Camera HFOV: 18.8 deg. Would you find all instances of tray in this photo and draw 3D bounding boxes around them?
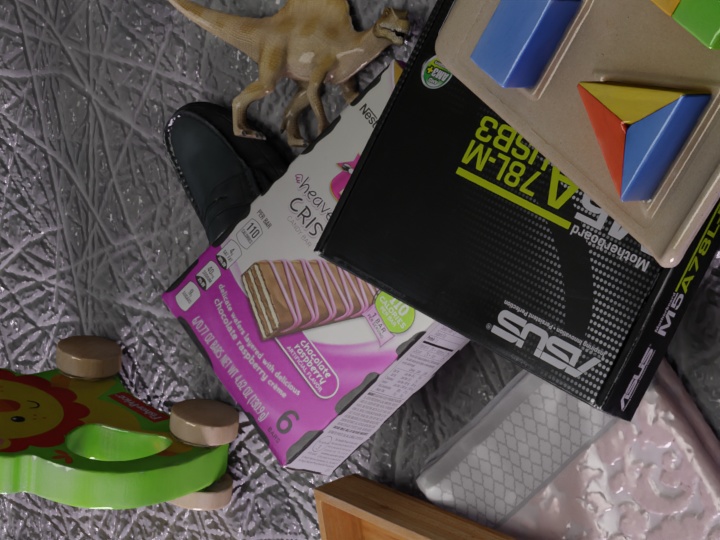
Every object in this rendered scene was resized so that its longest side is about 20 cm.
[{"bbox_3d":[0.047,0.190,1.267,0.199,0.037,0.099,14,117,54],"label":"tray"}]

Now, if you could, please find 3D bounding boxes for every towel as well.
[{"bbox_3d":[0.130,0.144,1.212,0.200,0.032,0.192,-48,65,41],"label":"towel"}]

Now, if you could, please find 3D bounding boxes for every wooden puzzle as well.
[{"bbox_3d":[0.125,-0.130,1.051,0.200,0.046,0.186,47,122,33],"label":"wooden puzzle"}]

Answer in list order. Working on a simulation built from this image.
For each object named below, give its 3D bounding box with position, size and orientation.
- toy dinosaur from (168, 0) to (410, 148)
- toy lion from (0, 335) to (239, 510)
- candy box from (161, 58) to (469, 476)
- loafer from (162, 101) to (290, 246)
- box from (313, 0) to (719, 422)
[{"bbox_3d":[-0.042,-0.128,1.326,0.199,0.058,0.102,10,91,36],"label":"toy dinosaur"},{"bbox_3d":[-0.208,0.108,1.431,0.199,0.191,0.069,24,115,39],"label":"toy lion"},{"bbox_3d":[0.000,0.000,1.238,0.200,0.061,0.137,-45,65,13],"label":"candy box"},{"bbox_3d":[-0.067,-0.029,1.346,0.201,0.070,0.068,52,129,25],"label":"loafer"},{"bbox_3d":[0.097,-0.051,1.133,0.199,0.047,0.194,29,91,33],"label":"box"}]
